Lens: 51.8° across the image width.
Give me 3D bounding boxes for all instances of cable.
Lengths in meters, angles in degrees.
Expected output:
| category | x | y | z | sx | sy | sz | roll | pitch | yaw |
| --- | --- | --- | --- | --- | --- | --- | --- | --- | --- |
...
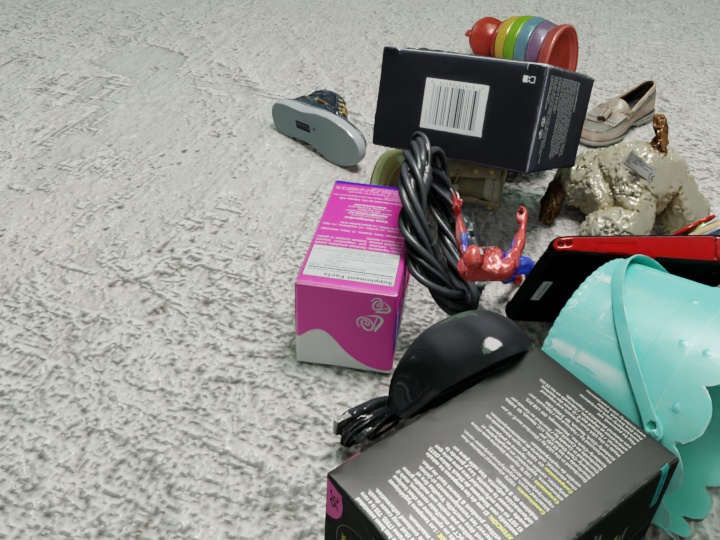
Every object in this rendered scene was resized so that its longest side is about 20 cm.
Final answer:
| category | x | y | z | sx | sy | sz | roll | pitch | yaw |
| --- | --- | --- | --- | --- | --- | --- | --- | --- | --- |
| cable | 0.076 | -0.047 | 0.775 | 0.051 | 0.201 | 0.163 | -16 | -1 | 27 |

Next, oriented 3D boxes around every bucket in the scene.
| category | x | y | z | sx | sy | sz | roll | pitch | yaw |
| --- | --- | --- | --- | --- | --- | --- | --- | --- | --- |
| bucket | 0.239 | 0.094 | 0.600 | 0.207 | 0.208 | 0.134 | -29 | 42 | -36 |

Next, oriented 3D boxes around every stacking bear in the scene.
| category | x | y | z | sx | sy | sz | roll | pitch | yaw |
| --- | --- | --- | --- | --- | --- | --- | --- | --- | --- |
| stacking bear | 0.291 | -0.419 | 1.383 | 0.200 | 0.114 | 0.121 | 27 | 42 | 36 |

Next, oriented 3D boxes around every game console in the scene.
| category | x | y | z | sx | sy | sz | roll | pitch | yaw |
| --- | --- | --- | --- | --- | --- | --- | --- | --- | --- |
| game console | 0.247 | 0.012 | 0.726 | 0.176 | 0.200 | 0.031 | 4 | 68 | 0 |

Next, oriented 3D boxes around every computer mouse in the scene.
| category | x | y | z | sx | sy | sz | roll | pitch | yaw |
| --- | --- | --- | --- | --- | --- | --- | --- | --- | --- |
| computer mouse | 0.060 | 0.079 | 0.602 | 0.138 | 0.200 | 0.053 | -16 | 71 | -28 |

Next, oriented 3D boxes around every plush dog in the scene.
| category | x | y | z | sx | sy | sz | roll | pitch | yaw |
| --- | --- | --- | --- | --- | --- | --- | --- | --- | --- |
| plush dog | 0.323 | -0.113 | 0.952 | 0.199 | 0.161 | 0.172 | -17 | 14 | -28 |

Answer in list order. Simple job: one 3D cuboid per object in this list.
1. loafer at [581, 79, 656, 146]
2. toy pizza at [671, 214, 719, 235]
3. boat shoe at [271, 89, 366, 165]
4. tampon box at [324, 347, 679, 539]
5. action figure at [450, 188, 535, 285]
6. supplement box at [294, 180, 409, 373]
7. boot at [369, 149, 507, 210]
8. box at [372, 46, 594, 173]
| category | x | y | z | sx | sy | sz | roll | pitch | yaw |
| --- | --- | --- | --- | --- | --- | --- | --- | --- | --- |
| loafer | 0.419 | -0.261 | 1.207 | 0.200 | 0.063 | 0.072 | -29 | 46 | -36 |
| toy pizza | 0.366 | -0.029 | 0.785 | 0.199 | 0.200 | 0.032 | -14 | 71 | -23 |
| boat shoe | -0.041 | -0.224 | 1.110 | 0.091 | 0.071 | 0.200 | -29 | 45 | -31 |
| tampon box | 0.088 | 0.178 | 0.506 | 0.199 | 0.150 | 0.126 | -22 | 44 | -31 |
| action figure | 0.148 | -0.032 | 0.767 | 0.065 | 0.100 | 0.200 | -2 | -1 | 29 |
| supplement box | 0.000 | 0.000 | 0.784 | 0.103 | 0.102 | 0.200 | 8 | 37 | 7 |
| boot | 0.105 | -0.112 | 0.969 | 0.155 | 0.073 | 0.200 | 14 | 29 | 18 |
| box | 0.150 | -0.192 | 0.887 | 0.196 | 0.118 | 0.200 | 16 | 17 | 28 |
